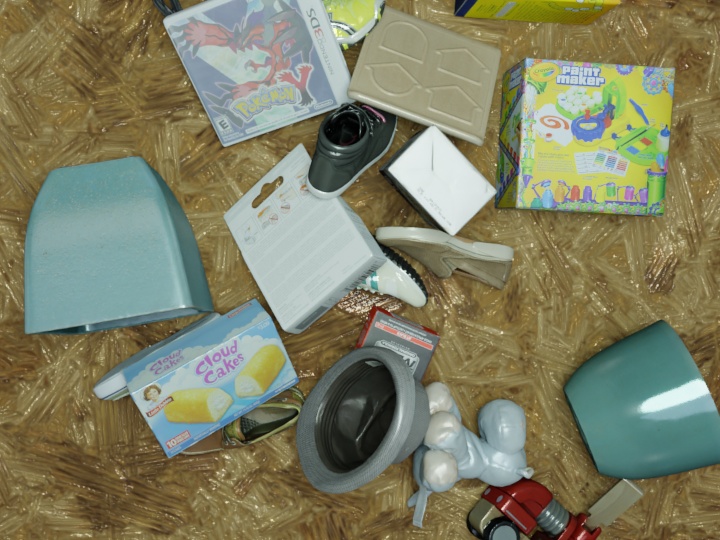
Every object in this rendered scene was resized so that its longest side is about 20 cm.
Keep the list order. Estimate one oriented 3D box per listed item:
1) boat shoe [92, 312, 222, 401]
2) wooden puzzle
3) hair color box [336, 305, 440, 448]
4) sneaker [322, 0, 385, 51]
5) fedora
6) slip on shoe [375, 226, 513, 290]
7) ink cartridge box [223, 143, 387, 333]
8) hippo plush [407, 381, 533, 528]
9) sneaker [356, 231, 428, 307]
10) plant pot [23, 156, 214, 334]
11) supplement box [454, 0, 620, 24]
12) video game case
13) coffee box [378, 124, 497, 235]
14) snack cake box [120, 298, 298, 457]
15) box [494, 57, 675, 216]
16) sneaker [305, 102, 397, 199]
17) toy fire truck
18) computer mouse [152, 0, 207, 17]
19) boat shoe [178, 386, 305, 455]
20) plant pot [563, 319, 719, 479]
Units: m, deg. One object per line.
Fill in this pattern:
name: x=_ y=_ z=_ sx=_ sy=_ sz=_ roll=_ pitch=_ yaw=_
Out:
boat shoe: x=-0.265 y=0.131 z=1.054 sx=0.199 sy=0.072 sz=0.062 roll=-29 pitch=102 yaw=-3
wooden puzzle: x=0.085 y=-0.255 z=1.023 sx=0.184 sy=0.046 sz=0.201 roll=19 pitch=54 yaw=-6
hair color box: x=0.025 y=0.161 z=1.081 sx=0.101 sy=0.061 sz=0.201 roll=22 pitch=93 yaw=-6
sneaker: x=-0.062 y=-0.324 z=1.012 sx=0.199 sy=0.076 sz=0.077 roll=-25 pitch=128 yaw=3
fedora: x=0.015 y=0.195 z=0.993 sx=0.090 sy=0.177 sz=0.200 roll=24 pitch=116 yaw=-38
slip on shoe: x=0.115 y=-0.019 z=1.064 sx=0.199 sy=0.076 sz=0.061 roll=11 pitch=88 yaw=-18
ink cartridge box: x=-0.079 y=-0.043 z=1.031 sx=0.160 sy=0.047 sz=0.201 roll=-40 pitch=65 yaw=17
hippo plush: x=0.156 y=0.252 z=1.049 sx=0.160 sy=0.159 sz=0.202 roll=3 pitch=94 yaw=-4
sneaker: x=0.000 y=0.000 z=1.069 sx=0.199 sy=0.070 sz=0.094 roll=39 pitch=102 yaw=-4
plant pot: x=-0.308 y=-0.032 z=0.984 sx=0.194 sy=0.196 sz=0.201 roll=-9 pitch=86 yaw=-3
supplement box: x=0.234 y=-0.401 z=1.029 sx=0.198 sy=0.110 sz=0.110 roll=2 pitch=94 yaw=-5
video game case: x=-0.126 y=-0.272 z=0.998 sx=0.199 sy=0.023 sz=0.183 roll=-16 pitch=120 yaw=13
coffee box: x=0.093 y=-0.117 z=0.995 sx=0.080 sy=0.200 sz=0.113 roll=-44 pitch=97 yaw=3
snack cake box: x=-0.196 y=0.139 z=1.021 sx=0.199 sy=0.067 sz=0.116 roll=-29 pitch=122 yaw=-15
box: x=0.298 y=-0.174 z=1.045 sx=0.198 sy=0.122 sz=0.194 roll=3 pitch=94 yaw=-4
sneaker: x=0.003 y=-0.185 z=0.996 sx=0.070 sy=0.099 sz=0.200 roll=32 pitch=56 yaw=6
toy fire truck: x=0.280 y=0.348 z=1.093 sx=0.176 sy=0.129 sz=0.200 roll=44 pitch=79 yaw=-6
computer mouse: x=-0.176 y=-0.379 z=1.021 sx=0.200 sy=0.046 sz=0.141 roll=-36 pitch=121 yaw=6
boat shoe: x=-0.173 y=0.208 z=1.066 sx=0.199 sy=0.068 sz=0.072 roll=-21 pitch=97 yaw=-1
plant pot: x=0.373 y=0.189 z=1.049 sx=0.160 sy=0.201 sz=0.202 roll=-22 pitch=96 yaw=9
